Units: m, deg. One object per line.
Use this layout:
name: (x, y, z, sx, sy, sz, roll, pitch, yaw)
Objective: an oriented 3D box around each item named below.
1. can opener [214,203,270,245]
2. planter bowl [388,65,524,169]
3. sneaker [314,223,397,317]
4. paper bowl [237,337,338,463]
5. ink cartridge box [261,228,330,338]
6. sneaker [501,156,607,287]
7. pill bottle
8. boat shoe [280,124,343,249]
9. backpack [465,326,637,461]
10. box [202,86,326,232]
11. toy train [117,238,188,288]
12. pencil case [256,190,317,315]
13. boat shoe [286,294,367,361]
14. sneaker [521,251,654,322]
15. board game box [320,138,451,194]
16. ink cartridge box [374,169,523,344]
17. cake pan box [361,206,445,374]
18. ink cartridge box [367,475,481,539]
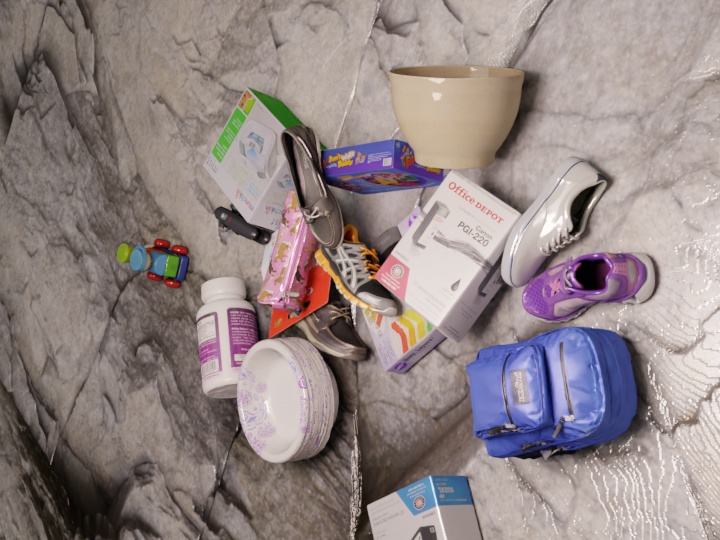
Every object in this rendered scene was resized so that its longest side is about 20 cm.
can opener: (-0.221, -0.088, 1.999, 0.200, 0.062, 0.080, 40, 115, 62)
planter bowl: (0.138, -0.224, 1.593, 0.199, 0.198, 0.137, 17, 112, 46)
sneaker: (0.000, 0.000, 1.697, 0.078, 0.078, 0.200, -54, 49, 12)
paper bowl: (-0.112, 0.213, 1.808, 0.199, 0.103, 0.205, 3, 94, 51)
ink cartridge box: (-0.111, -0.006, 1.855, 0.162, 0.057, 0.202, -32, 34, 38)
sneaker: (0.264, -0.059, 1.490, 0.071, 0.072, 0.202, 40, 105, 46)
pill bottle: (-0.240, 0.121, 1.970, 0.111, 0.111, 0.203, -25, 64, 40)
boat shoe: (-0.082, -0.129, 1.699, 0.066, 0.057, 0.203, -19, 84, 38)
backpack: (0.248, 0.162, 1.409, 0.198, 0.166, 0.166, -18, 76, 39)
box: (-0.172, -0.200, 1.969, 0.178, 0.096, 0.200, -56, 48, 17)
toy train: (-0.448, -0.028, 2.214, 0.198, 0.115, 0.086, 17, 94, 46)
pencil case: (-0.108, -0.033, 1.780, 0.086, 0.082, 0.203, 14, 87, 38)
boat shoe: (-0.055, 0.084, 1.808, 0.199, 0.074, 0.074, 35, 107, 43)
sneaker: (0.288, 0.016, 1.449, 0.198, 0.088, 0.082, -18, 71, 44)
board game box: (0.028, -0.162, 1.724, 0.198, 0.133, 0.046, -2, 80, 46)
ink cartridge box: (0.138, -0.022, 1.569, 0.145, 0.085, 0.201, 37, 90, 35)
cake pan box: (0.078, 0.028, 1.697, 0.184, 0.052, 0.202, -40, 55, 32)
ink cartridge box: (0.102, 0.416, 1.569, 0.144, 0.083, 0.203, -33, 60, 37)
